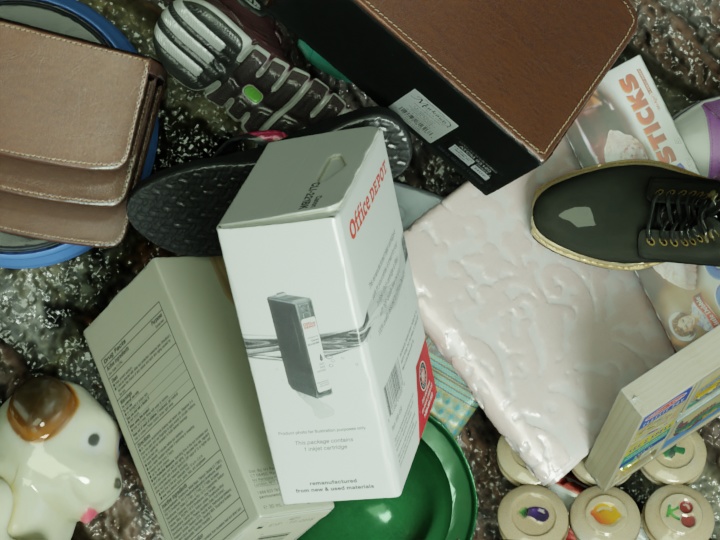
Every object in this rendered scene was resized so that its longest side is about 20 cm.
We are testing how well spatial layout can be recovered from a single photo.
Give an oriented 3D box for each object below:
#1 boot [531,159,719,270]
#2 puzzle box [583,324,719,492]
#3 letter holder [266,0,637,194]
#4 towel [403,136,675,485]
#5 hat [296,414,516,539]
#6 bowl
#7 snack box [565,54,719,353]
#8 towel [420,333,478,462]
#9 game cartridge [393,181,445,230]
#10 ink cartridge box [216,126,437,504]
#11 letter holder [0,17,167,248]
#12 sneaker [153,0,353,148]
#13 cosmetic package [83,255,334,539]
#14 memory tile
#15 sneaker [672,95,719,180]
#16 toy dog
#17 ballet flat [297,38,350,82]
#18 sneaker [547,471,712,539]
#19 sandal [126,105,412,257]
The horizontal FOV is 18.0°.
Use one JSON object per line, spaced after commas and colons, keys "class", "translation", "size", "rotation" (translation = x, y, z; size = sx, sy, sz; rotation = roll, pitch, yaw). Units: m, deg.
{"class": "boot", "translation": [0.208, -0.038, 1.498], "size": [0.198, 0.138, 0.078], "rotation": [1, 89, 9]}
{"class": "puzzle box", "translation": [0.246, 0.066, 1.535], "size": [0.199, 0.133, 0.025], "rotation": [-31, 69, -19]}
{"class": "letter holder", "translation": [0.065, -0.176, 1.523], "size": [0.200, 0.101, 0.142], "rotation": [39, 69, -9]}
{"class": "towel", "translation": [0.132, 0.017, 1.582], "size": [0.191, 0.032, 0.200], "rotation": [-38, 90, -25]}
{"class": "hat", "translation": [0.001, 0.177, 1.513], "size": [0.166, 0.176, 0.200], "rotation": [44, 100, -6]}
{"class": "bowl", "translation": [-0.244, -0.102, 1.622], "size": [0.199, 0.039, 0.202], "rotation": [0, 90, 1]}
{"class": "snack box", "translation": [0.208, -0.045, 1.581], "size": [0.072, 0.024, 0.201], "rotation": [-27, 85, 5]}
{"class": "towel", "translation": [-0.006, 0.101, 1.601], "size": [0.146, 0.022, 0.201], "rotation": [33, 101, -4]}
{"class": "game cartridge", "translation": [0.000, 0.000, 1.619], "size": [0.198, 0.042, 0.134], "rotation": [12, 86, 1]}
{"class": "ink cartridge box", "translation": [-0.018, 0.027, 1.465], "size": [0.083, 0.144, 0.201], "rotation": [-5, 114, 15]}
{"class": "letter holder", "translation": [-0.248, -0.099, 1.554], "size": [0.199, 0.101, 0.143], "rotation": [15, 92, 1]}
{"class": "sneaker", "translation": [-0.053, -0.131, 1.591], "size": [0.076, 0.116, 0.200], "rotation": [-38, 106, 22]}
{"class": "cosmetic package", "translation": [-0.105, 0.100, 1.550], "size": [0.105, 0.071, 0.201], "rotation": [-41, 63, 40]}
{"class": "memory tile", "translation": [0.168, 0.148, 1.569], "size": [0.152, 0.017, 0.201], "rotation": [1, 59, -4]}
{"class": "sneaker", "translation": [0.307, -0.095, 1.574], "size": [0.199, 0.114, 0.073], "rotation": [-5, 91, 3]}
{"class": "toy dog", "translation": [-0.252, 0.163, 1.588], "size": [0.200, 0.140, 0.194], "rotation": [-37, 52, 2]}
{"class": "ballet flat", "translation": [0.045, -0.207, 1.605], "size": [0.200, 0.067, 0.070], "rotation": [-42, 88, 7]}
{"class": "sneaker", "translation": [0.193, 0.231, 1.603], "size": [0.199, 0.078, 0.116], "rotation": [29, 99, 13]}
{"class": "sandal", "translation": [-0.061, -0.065, 1.539], "size": [0.199, 0.045, 0.075], "rotation": [-18, 128, 5]}
